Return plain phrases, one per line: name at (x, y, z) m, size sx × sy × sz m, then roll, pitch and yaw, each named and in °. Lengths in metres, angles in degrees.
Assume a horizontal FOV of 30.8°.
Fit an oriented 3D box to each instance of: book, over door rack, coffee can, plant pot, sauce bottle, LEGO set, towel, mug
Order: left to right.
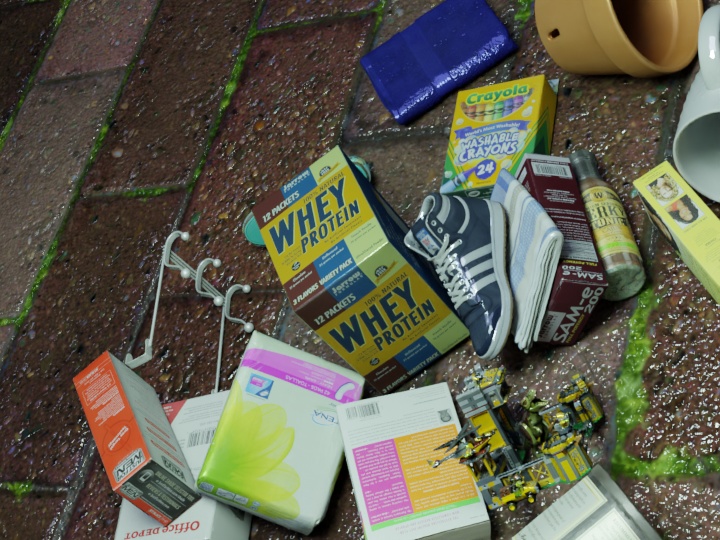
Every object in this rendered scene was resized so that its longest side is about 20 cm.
over door rack at (-0.210, 0.067, 1.697) m, size 0.066 × 0.148 × 0.201 m, roll -12°, pitch 50°, yaw 34°
book at (0.054, 0.218, 1.435) m, size 0.133 × 0.048 × 0.201 m, roll -11°, pitch 45°, yaw -4°
towel at (0.109, -0.298, 1.837) m, size 0.199 × 0.050 × 0.148 m, roll -33°, pitch 52°, yaw 7°
towel at (0.175, -0.016, 1.492) m, size 0.200 × 0.024 × 0.148 m, roll -116°, pitch 35°, yaw -61°
LEGO set at (0.164, 0.148, 1.348) m, size 0.153 × 0.116 × 0.200 m, roll -25°, pitch 9°, yaw 29°
coffee can at (0.196, 0.303, 1.235) m, size 0.200 × 0.146 × 0.147 m, roll -39°, pitch 44°, yaw 2°
sauce bottle at (0.276, -0.058, 1.519) m, size 0.064 × 0.065 × 0.201 m, roll -26°, pitch 47°, yaw 15°
plant pot at (0.312, -0.328, 1.627) m, size 0.140 × 0.200 × 0.201 m, roll -11°, pitch 50°, yaw 48°
mug at (0.422, -0.200, 1.435) m, size 0.147 × 0.200 × 0.176 m, roll -10°, pitch 42°, yaw 40°

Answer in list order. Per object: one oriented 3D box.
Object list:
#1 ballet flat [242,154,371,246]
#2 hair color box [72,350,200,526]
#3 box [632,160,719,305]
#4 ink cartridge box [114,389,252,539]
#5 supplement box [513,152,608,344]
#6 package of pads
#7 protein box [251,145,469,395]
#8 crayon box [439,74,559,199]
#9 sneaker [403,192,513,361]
ballet flat at (-0.071, -0.097, 1.797) m, size 0.199 × 0.074 × 0.075 m, roll -26°, pitch 46°, yaw 13°
hair color box at (-0.267, 0.196, 1.547) m, size 0.061 × 0.102 × 0.200 m, roll -39°, pitch 42°, yaw 3°
box at (0.373, -0.030, 1.427) m, size 0.050 × 0.075 × 0.200 m, roll -33°, pitch 43°, yaw 4°
ink cartridge box at (-0.205, 0.262, 1.586) m, size 0.146 × 0.083 × 0.201 m, roll -14°, pitch 50°, yaw 27°
supplement box at (0.217, -0.026, 1.499) m, size 0.060 × 0.109 × 0.201 m, roll 5°, pitch 48°, yaw -15°
package of pads at (-0.089, 0.190, 1.523) m, size 0.154 × 0.068 × 0.201 m, roll 22°, pitch 63°, yaw -5°
protein box at (0.000, 0.000, 1.558) m, size 0.135 × 0.200 × 0.199 m, roll -36°, pitch 43°, yaw 9°
crayon box at (0.181, -0.175, 1.685) m, size 0.125 × 0.052 × 0.201 m, roll -8°, pitch 53°, yaw 29°
sneaker at (0.108, 0.002, 1.468) m, size 0.070 × 0.108 × 0.201 m, roll 135°, pitch 142°, yaw -52°
